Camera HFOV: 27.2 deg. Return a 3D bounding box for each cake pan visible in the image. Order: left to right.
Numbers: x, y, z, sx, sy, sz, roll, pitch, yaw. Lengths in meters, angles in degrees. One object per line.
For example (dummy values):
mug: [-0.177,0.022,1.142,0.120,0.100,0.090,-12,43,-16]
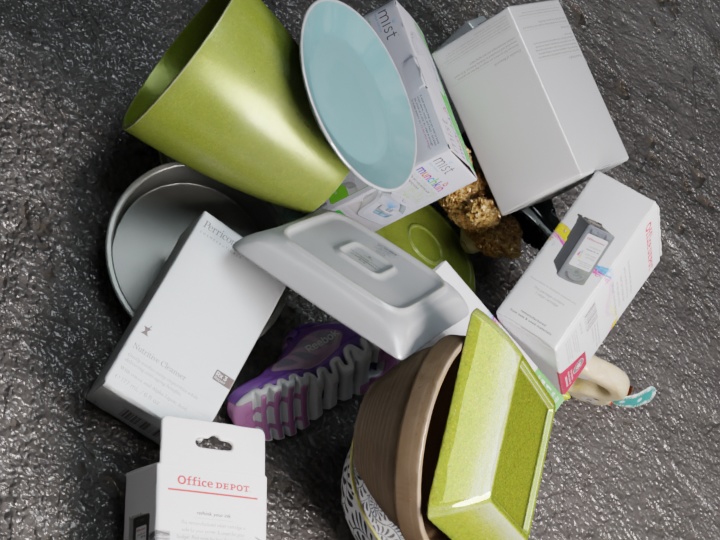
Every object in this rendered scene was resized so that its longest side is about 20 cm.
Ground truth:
cake pan: [-0.166,-0.010,1.506,0.198,0.037,0.203,8,71,-23]

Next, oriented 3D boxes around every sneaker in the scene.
sneaker: [-0.059,0.101,1.528,0.198,0.081,0.088,-24,52,-30]
sneaker: [0.198,-0.103,1.772,0.200,0.076,0.088,44,77,-20]

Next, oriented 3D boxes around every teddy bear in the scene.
teddy bear: [0.114,-0.084,1.720,0.144,0.200,0.067,34,76,36]

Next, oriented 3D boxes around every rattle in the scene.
rattle: [0.264,0.173,1.757,0.200,0.129,0.145,40,48,-51]

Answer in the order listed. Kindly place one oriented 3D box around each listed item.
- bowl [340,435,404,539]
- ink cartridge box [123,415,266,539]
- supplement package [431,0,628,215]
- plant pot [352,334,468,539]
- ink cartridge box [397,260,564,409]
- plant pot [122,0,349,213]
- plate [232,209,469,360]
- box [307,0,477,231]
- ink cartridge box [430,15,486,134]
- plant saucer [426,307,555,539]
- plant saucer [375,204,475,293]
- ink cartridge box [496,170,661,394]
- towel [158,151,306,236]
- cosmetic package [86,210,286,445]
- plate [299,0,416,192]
bowl: [0.048,0.236,1.509,0.199,0.094,0.203,22,49,-27]
ink cartridge box: [-0.148,0.241,1.333,0.115,0.066,0.203,13,67,-33]
supplement package: [0.190,-0.183,1.673,0.121,0.119,0.202,-18,83,-52]
plant pot: [0.053,0.157,1.402,0.200,0.091,0.204,8,90,-67]
ink cartridge box: [0.096,0.113,1.597,0.200,0.145,0.084,49,42,0]
plant pot: [-0.103,-0.153,1.480,0.199,0.187,0.188,39,44,-17]
plate: [0.000,0.000,1.450,0.198,0.033,0.200,32,21,15]
box: [0.008,-0.161,1.627,0.097,0.175,0.202,37,30,-60]
ink cartridge box: [0.156,-0.190,1.845,0.201,0.145,0.087,49,22,2]
plant saucer: [0.134,0.165,1.406,0.200,0.047,0.203,50,50,-58]
plant saucer: [0.067,-0.023,1.723,0.199,0.031,0.202,31,36,-26]
ink cartridge box: [0.241,0.016,1.633,0.085,0.148,0.201,30,74,23]
towel: [-0.128,-0.102,1.630,0.198,0.048,0.173,5,59,-38]
cosmetic package: [-0.161,0.060,1.419,0.112,0.081,0.202,32,65,-12]
plate: [-0.008,-0.170,1.474,0.200,0.025,0.203,38,42,-44]
